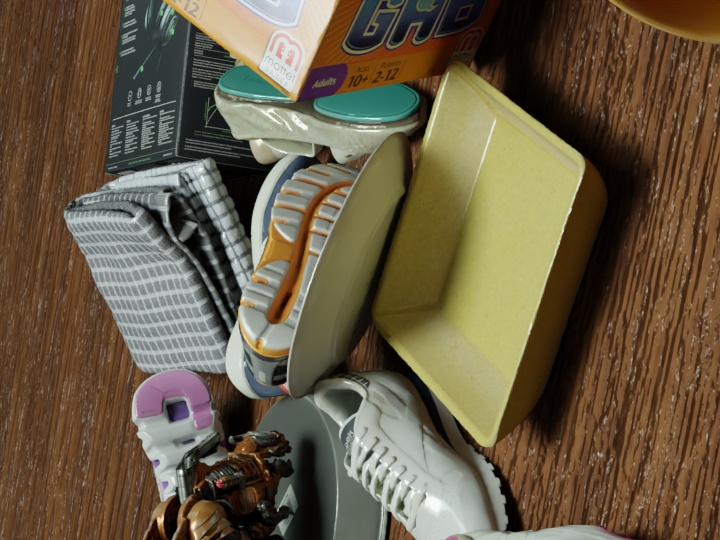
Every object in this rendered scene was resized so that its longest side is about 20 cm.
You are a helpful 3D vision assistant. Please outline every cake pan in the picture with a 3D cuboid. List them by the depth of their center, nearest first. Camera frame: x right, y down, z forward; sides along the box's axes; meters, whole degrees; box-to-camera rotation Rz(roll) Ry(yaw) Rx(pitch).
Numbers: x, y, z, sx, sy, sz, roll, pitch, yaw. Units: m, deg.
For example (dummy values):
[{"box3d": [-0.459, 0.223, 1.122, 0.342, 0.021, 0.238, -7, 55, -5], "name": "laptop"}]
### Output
[{"box3d": [-0.041, 0.181, 1.622, 0.200, 0.037, 0.200, -24, 62, 59], "name": "cake pan"}]

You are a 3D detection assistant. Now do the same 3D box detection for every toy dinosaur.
[{"box3d": [-0.112, 0.196, 1.527, 0.102, 0.200, 0.136, 15, 132, 56], "name": "toy dinosaur"}]

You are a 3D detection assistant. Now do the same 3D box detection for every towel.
[{"box3d": [-0.159, 0.003, 1.778, 0.200, 0.086, 0.166, -2, 115, 62], "name": "towel"}]

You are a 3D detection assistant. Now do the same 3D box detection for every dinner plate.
[{"box3d": [0.000, 0.000, 1.497, 0.200, 0.024, 0.200, -62, -12, -23], "name": "dinner plate"}]

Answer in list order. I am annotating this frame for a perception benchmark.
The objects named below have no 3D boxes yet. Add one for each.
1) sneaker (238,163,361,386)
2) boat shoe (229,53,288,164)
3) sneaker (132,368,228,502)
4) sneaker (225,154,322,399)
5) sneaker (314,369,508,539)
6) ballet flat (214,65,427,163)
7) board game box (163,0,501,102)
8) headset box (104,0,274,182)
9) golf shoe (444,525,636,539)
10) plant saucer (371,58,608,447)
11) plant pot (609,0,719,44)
[{"box3d": [-0.040, -0.001, 1.568, 0.077, 0.078, 0.200, 100, -164, -50], "name": "sneaker"}, {"box3d": [-0.076, -0.180, 1.727, 0.065, 0.072, 0.200, -24, 63, 24], "name": "boat shoe"}, {"box3d": [-0.133, 0.182, 1.767, 0.088, 0.080, 0.200, 99, 158, -79], "name": "sneaker"}, {"box3d": [-0.038, 0.003, 1.641, 0.084, 0.075, 0.200, -3, 69, 35], "name": "sneaker"}, {"box3d": [0.033, 0.138, 1.443, 0.200, 0.080, 0.076, 55, 130, 51], "name": "sneaker"}, {"box3d": [-0.024, -0.113, 1.613, 0.200, 0.067, 0.062, 15, 132, 39], "name": "ballet flat"}, {"box3d": [-0.015, -0.257, 1.421, 0.200, 0.200, 0.200, 39, 121, 24], "name": "board game box"}, {"box3d": [-0.140, -0.181, 1.844, 0.174, 0.093, 0.200, -7, 77, 63], "name": "headset box"}, {"box3d": [0.113, 0.186, 1.281, 0.200, 0.091, 0.075, 3, 111, 69], "name": "golf shoe"}, {"box3d": [0.090, -0.013, 1.404, 0.200, 0.048, 0.200, 47, 126, 56], "name": "plant saucer"}, {"box3d": [0.205, -0.250, 1.107, 0.200, 0.200, 0.183, -50, 25, 47], "name": "plant pot"}]
